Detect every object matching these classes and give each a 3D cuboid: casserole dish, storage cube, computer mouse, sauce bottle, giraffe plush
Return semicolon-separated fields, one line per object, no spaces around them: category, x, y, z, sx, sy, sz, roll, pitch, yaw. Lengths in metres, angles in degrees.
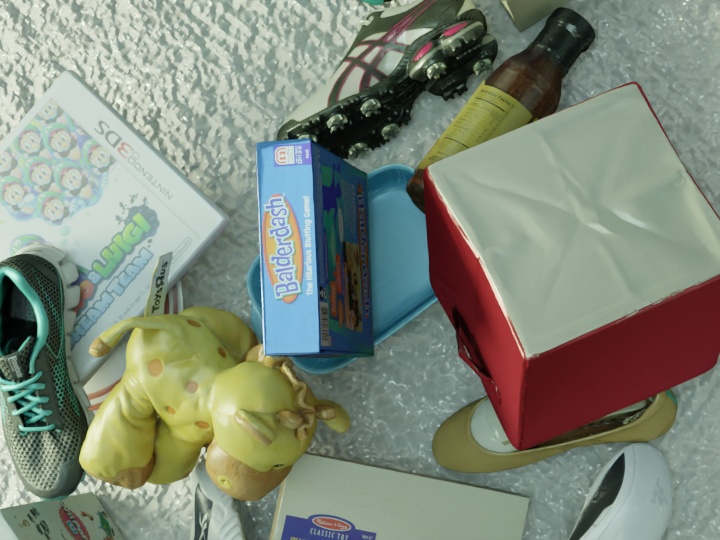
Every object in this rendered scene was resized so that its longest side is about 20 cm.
casserole dish;0.000;0.000;1.329;0.200;0.039;0.121;-36;80;6
storage cube;0.160;-0.002;1.187;0.200;0.180;0.171;-23;65;-7
computer mouse;0.188;0.228;1.251;0.110;0.044;0.200;28;88;-30
sauce bottle;0.117;-0.123;1.286;0.066;0.066;0.200;36;75;11
giraffe plush;-0.099;0.104;1.228;0.162;0.173;0.200;28;133;26

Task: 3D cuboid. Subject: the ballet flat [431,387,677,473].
ballet flat;0.149;0.113;1.276;0.200;0.063;0.069;-13;62;8

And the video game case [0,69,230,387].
video game case;-0.235;-0.028;1.294;0.182;0.024;0.200;43;95;8

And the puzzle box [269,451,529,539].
puzzle box;0.025;0.224;1.281;0.200;0.025;0.133;13;89;-9

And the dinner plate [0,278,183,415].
dinner plate;-0.240;0.031;1.316;0.200;0.024;0.200;0;89;10

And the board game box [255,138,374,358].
board game box;-0.031;-0.010;1.215;0.045;0.200;0.152;-3;85;12

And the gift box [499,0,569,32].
gift box;0.128;-0.316;1.249;0.184;0.187;0.200;-36;81;6

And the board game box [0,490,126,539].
board game box;-0.287;0.250;1.285;0.147;0.200;0.064;-38;80;6

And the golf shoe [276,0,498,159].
golf shoe;0.014;-0.161;1.330;0.200;0.077;0.088;-30;61;5

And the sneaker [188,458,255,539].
sneaker;-0.145;0.262;1.317;0.129;0.079;0.199;-14;94;1

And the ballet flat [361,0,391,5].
ballet flat;-0.051;-0.285;1.352;0.200;0.068;0.075;19;68;6

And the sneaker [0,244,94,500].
sneaker;-0.257;0.080;1.236;0.077;0.091;0.200;-9;88;10
